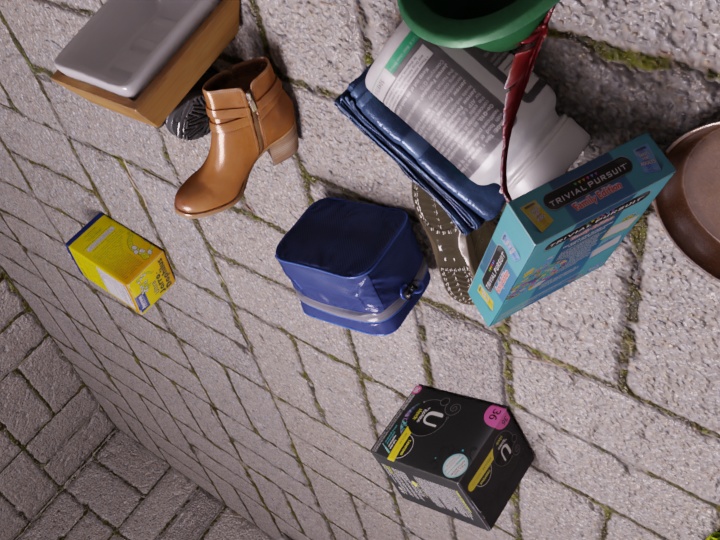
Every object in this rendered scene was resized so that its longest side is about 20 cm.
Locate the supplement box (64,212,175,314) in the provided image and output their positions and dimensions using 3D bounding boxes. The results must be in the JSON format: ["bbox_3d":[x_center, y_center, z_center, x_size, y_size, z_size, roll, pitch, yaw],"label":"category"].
[{"bbox_3d":[-0.514,-0.016,1.802,0.198,0.110,0.110,29,151,24],"label":"supplement box"}]

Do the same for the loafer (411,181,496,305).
[{"bbox_3d":[0.115,-0.060,0.983,0.075,0.067,0.203,9,123,40],"label":"loafer"}]

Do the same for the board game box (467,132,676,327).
[{"bbox_3d":[0.191,-0.032,0.799,0.047,0.149,0.201,59,165,19],"label":"board game box"}]

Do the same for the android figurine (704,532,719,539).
[{"bbox_3d":[0.550,0.428,1.153,0.181,0.041,0.201,32,150,17],"label":"android figurine"}]

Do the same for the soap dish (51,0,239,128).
[{"bbox_3d":[-0.250,-0.269,1.005,0.156,0.201,0.082,22,156,31],"label":"soap dish"}]

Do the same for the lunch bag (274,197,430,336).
[{"bbox_3d":[0.000,0.000,1.136,0.198,0.136,0.133,15,144,38],"label":"lunch bag"}]

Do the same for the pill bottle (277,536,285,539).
[{"bbox_3d":[-0.225,1.026,2.933,0.200,0.113,0.113,42,153,0],"label":"pill bottle"}]

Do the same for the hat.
[{"bbox_3d":[0.135,-0.208,0.693,0.176,0.199,0.167,33,-155,-50],"label":"hat"}]

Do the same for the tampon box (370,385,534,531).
[{"bbox_3d":[0.148,0.298,1.361,0.198,0.150,0.127,6,137,48],"label":"tampon box"}]

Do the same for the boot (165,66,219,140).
[{"bbox_3d":[-0.263,-0.253,1.094,0.199,0.164,0.066,34,120,14],"label":"boot"}]

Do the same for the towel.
[{"bbox_3d":[0.074,-0.136,0.870,0.200,0.112,0.049,42,140,-1],"label":"towel"}]

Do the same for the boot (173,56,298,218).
[{"bbox_3d":[-0.172,-0.168,1.054,0.074,0.199,0.155,42,164,29],"label":"boot"}]

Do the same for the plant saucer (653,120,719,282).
[{"bbox_3d":[0.351,-0.055,0.717,0.199,0.035,0.201,31,152,19],"label":"plant saucer"}]

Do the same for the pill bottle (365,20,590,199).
[{"bbox_3d":[0.111,-0.155,0.793,0.200,0.113,0.113,41,153,1],"label":"pill bottle"}]
